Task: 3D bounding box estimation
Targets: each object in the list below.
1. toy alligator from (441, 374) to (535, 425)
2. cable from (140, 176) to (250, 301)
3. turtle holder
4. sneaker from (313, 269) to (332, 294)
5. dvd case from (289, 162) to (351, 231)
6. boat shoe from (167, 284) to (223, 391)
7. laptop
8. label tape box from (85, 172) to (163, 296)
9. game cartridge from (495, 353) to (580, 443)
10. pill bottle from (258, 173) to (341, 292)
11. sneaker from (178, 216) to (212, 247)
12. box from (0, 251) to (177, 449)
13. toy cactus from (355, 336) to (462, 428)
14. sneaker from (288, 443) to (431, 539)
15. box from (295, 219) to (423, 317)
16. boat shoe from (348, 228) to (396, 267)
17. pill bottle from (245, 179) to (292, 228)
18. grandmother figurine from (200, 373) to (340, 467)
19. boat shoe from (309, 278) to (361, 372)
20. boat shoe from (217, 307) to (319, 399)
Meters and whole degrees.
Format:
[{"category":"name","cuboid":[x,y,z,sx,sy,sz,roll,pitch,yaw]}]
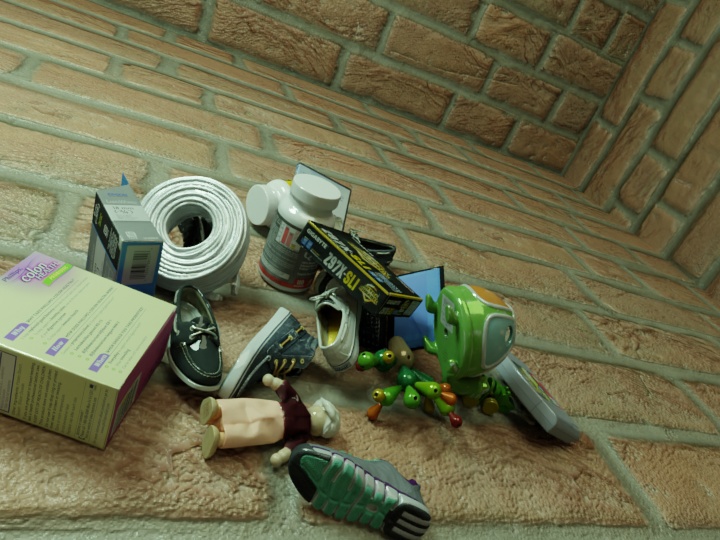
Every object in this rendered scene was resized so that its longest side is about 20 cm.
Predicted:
[{"category":"toy alligator","cuboid":[0.242,0.223,1.007,0.196,0.055,0.060,21,27,-9]},{"category":"cable","cuboid":[-0.285,-0.061,0.937,0.195,0.069,0.204,9,68,-1]},{"category":"turtle holder","cuboid":[0.185,0.117,0.917,0.129,0.190,0.141,-4,-11,-14]},{"category":"sneaker","cuboid":[-0.001,0.031,1.117,0.197,0.077,0.088,-2,37,-43]},{"category":"dvd case","cuboid":[-0.095,-0.116,1.205,0.141,0.017,0.204,23,64,-27]},{"category":"boat shoe","cuboid":[-0.236,0.089,0.793,0.075,0.061,0.200,13,22,-40]},{"category":"laptop","cuboid":[0.050,0.050,1.030,0.197,0.103,0.180,23,47,-22]},{"category":"label tape box","cuboid":[-0.369,-0.038,0.842,0.062,0.146,0.200,-4,38,-41]},{"category":"game cartridge","cuboid":[0.318,0.225,1.043,0.132,0.041,0.201,28,19,-40]},{"category":"pill bottle","cuboid":[-0.114,-0.071,1.059,0.114,0.203,0.117,19,27,-10]},{"category":"sneaker","cuboid":[-0.288,-0.073,1.061,0.086,0.077,0.201,15,28,-33]},{"category":"box","cuboid":[-0.356,0.089,0.677,0.197,0.098,0.177,23,26,-8]},{"category":"toy cactus","cuboid":[0.070,0.174,0.905,0.197,0.103,0.166,22,23,-17]},{"category":"sneaker","cuboid":[-0.004,0.267,0.711,0.198,0.075,0.088,33,14,-10]},{"category":"box","cuboid":[0.000,0.000,0.965,0.200,0.050,0.159,43,14,24]},{"category":"boat shoe","cuboid":[-0.012,-0.058,1.282,0.196,0.063,0.075,19,29,-12]},{"category":"pill bottle","cuboid":[-0.154,-0.147,1.261,0.198,0.114,0.112,-6,39,-47]},{"category":"grandmother figurine","cuboid":[-0.111,0.198,0.743,0.197,0.060,0.124,11,62,-35]},{"category":"boat shoe","cuboid":[-0.048,0.064,0.923,0.087,0.073,0.204,56,23,-36]},{"category":"boat shoe","cuboid":[-0.126,0.135,0.825,0.090,0.071,0.201,37,34,-2]}]
